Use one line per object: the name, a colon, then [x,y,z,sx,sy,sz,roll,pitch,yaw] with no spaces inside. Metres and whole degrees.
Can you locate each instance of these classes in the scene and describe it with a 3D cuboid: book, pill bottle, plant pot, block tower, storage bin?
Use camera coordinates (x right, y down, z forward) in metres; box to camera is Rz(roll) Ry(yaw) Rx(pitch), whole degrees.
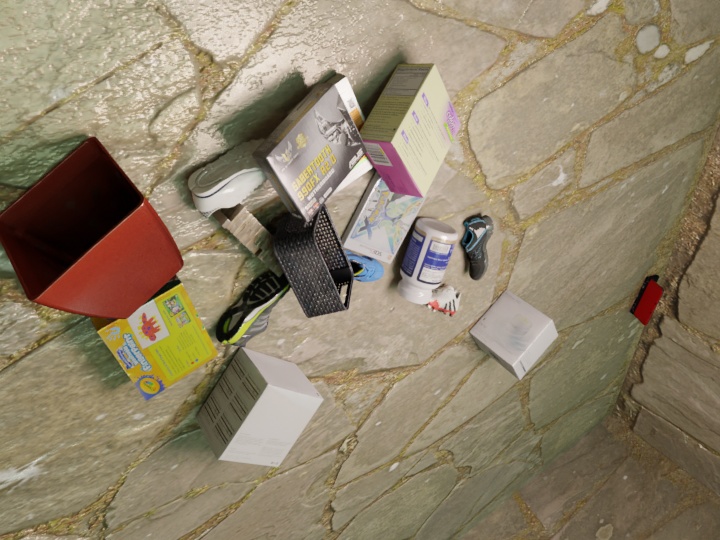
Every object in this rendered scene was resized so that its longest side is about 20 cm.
book: [-0.049,-0.269,1.081,0.133,0.048,0.201,-39,135,-11]
pill bottle: [0.168,-0.023,1.383,0.114,0.115,0.203,-1,118,-40]
plant pot: [-0.396,-0.042,0.831,0.200,0.200,0.177,-43,148,-8]
block tower: [-0.207,-0.064,1.073,0.058,0.054,0.200,-48,138,-5]
storage bin: [-0.092,-0.019,1.106,0.092,0.136,0.202,-12,124,16]

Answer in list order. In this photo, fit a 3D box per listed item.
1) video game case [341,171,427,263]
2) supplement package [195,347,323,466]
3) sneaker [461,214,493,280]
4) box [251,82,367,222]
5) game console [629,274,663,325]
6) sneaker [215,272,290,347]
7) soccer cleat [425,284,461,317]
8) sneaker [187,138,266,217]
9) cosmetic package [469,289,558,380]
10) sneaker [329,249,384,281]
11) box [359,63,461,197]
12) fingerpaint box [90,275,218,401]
video game case: [0.059,-0.126,1.288,0.181,0.022,0.203,17,105,-46]
supplement package: [-0.233,0.318,1.239,0.190,0.147,0.202,30,96,-47]
sneaker: [0.325,-0.063,1.541,0.080,0.073,0.204,-9,119,-17]
box: [-0.087,-0.218,0.991,0.201,0.048,0.159,-52,136,-21]
game console: [1.402,0.142,2.573,0.170,0.118,0.204,-7,122,-37]
sneaker: [-0.222,0.086,1.160,0.200,0.074,0.081,-43,147,-1]
soccer cleat: [0.231,0.077,1.549,0.198,0.068,0.087,20,95,-50]
sneaker: [-0.220,-0.173,0.987,0.198,0.077,0.081,-29,146,-18]
cosmetic package: [0.507,0.209,1.774,0.200,0.199,0.123,-46,138,-6]
sneaker: [0.000,0.000,1.281,0.198,0.078,0.067,18,103,-48]
box: [0.106,-0.292,1.122,0.202,0.095,0.176,-61,140,-15]
fingerpaint box: [-0.389,0.122,1.025,0.165,0.073,0.203,-33,134,-21]
